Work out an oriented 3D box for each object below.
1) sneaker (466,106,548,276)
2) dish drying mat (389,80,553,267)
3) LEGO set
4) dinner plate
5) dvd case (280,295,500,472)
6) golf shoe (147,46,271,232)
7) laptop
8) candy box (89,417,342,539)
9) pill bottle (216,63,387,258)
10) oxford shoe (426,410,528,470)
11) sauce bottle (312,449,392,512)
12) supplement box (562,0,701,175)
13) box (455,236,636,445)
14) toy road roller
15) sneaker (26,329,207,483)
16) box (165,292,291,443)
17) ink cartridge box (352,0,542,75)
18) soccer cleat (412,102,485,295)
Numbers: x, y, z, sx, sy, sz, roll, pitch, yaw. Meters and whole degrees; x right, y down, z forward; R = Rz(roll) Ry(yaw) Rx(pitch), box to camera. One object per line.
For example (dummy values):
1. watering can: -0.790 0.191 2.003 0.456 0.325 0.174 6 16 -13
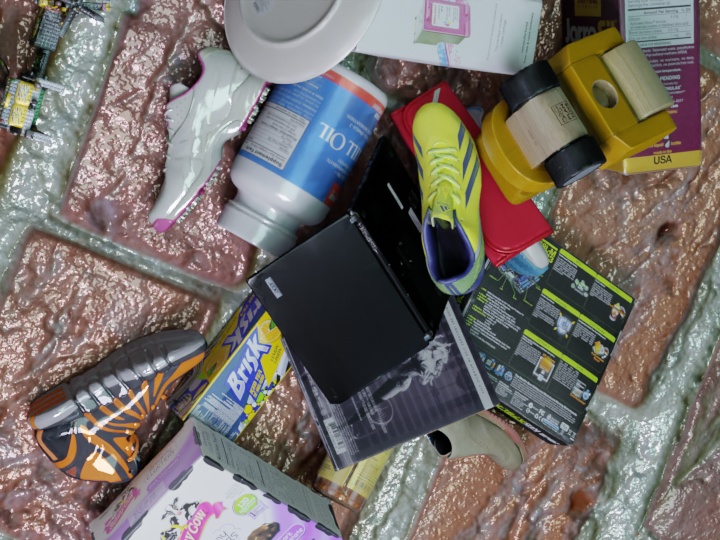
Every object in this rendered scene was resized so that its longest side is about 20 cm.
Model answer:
1. sneaker: 0.147 -0.085 1.746 0.081 0.077 0.200 -33 86 -16
2. dish drying mat: 0.115 -0.102 1.703 0.077 0.018 0.200 -31 76 -15
3. LEGO set: -0.339 -0.208 1.543 0.153 0.116 0.201 24 90 -23
4. dinner plate: -0.061 -0.282 1.601 0.024 0.200 0.201 22 92 -52
5. dvd case: 0.032 0.105 1.698 0.199 0.016 0.149 -20 81 -23
6. golf shoe: -0.171 -0.136 1.655 0.091 0.075 0.200 32 85 -7
7. laptop: 0.000 0.000 1.655 0.177 0.103 0.200 58 35 -29
8. candy box: -0.150 0.270 1.684 0.200 0.072 0.168 35 106 -31
9. pill bottle: -0.065 -0.115 1.668 0.112 0.112 0.200 29 89 -23
10. oxford shoe: 0.112 0.179 1.794 0.200 0.071 0.074 40 72 -36
11. sauce bottle: 0.018 0.163 1.772 0.066 0.066 0.200 34 79 -23
12. supplement box: 0.295 -0.213 1.778 0.103 0.131 0.201 -7 101 -20
13. box: 0.191 0.066 1.813 0.200 0.047 0.194 32 71 -23
14. toy road roller: 0.207 -0.148 1.660 0.200 0.146 0.123 -26 82 -36
15. sneaker: -0.234 0.144 1.678 0.200 0.078 0.112 -27 112 -3
16. box: -0.113 0.086 1.708 0.064 0.070 0.200 41 84 -24
17. ink cartridge box: 0.063 -0.256 1.674 0.199 0.144 0.085 7 98 -22
18. soccer cleat: 0.088 -0.075 1.644 0.064 0.084 0.201 -10 84 19
